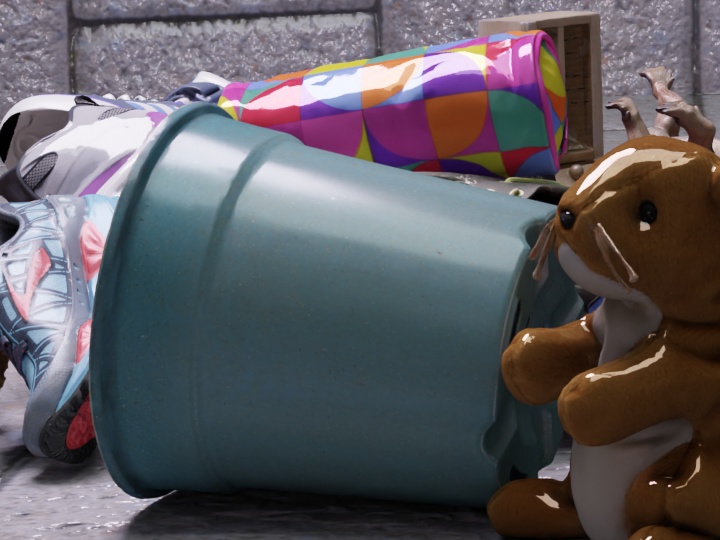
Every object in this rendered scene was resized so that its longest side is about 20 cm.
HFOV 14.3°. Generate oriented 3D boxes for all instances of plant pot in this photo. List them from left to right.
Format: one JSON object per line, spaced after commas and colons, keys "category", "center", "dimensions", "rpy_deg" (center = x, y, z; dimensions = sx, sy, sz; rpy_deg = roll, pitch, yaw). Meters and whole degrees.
{"category": "plant pot", "center": [-0.003, 0.028, 1.407], "dimensions": [0.196, 0.201, 0.200], "rpy_deg": [8, 11, 19]}

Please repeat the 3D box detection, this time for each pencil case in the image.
{"category": "pencil case", "center": [0.016, -0.077, 1.581], "dimensions": [0.200, 0.089, 0.088], "rpy_deg": [-9, 6, 15]}

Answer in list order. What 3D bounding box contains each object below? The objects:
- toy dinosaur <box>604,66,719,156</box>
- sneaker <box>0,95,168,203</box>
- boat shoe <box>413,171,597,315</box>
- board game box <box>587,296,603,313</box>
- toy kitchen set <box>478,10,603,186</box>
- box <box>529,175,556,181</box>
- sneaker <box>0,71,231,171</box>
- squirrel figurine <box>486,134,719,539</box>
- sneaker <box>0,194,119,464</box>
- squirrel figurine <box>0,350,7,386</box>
{"category": "toy dinosaur", "center": [0.198, -0.042, 1.698], "dimensions": [0.086, 0.136, 0.200], "rpy_deg": [-21, 19, -36]}
{"category": "sneaker", "center": [-0.177, -0.015, 1.721], "dimensions": [0.140, 0.200, 0.078], "rpy_deg": [16, -28, 13]}
{"category": "boat shoe", "center": [0.085, -0.018, 1.526], "dimensions": [0.201, 0.072, 0.060], "rpy_deg": [13, -28, -19]}
{"category": "board game box", "center": [0.233, -0.007, 1.487], "dimensions": [0.200, 0.035, 0.135], "rpy_deg": [-8, -22, -32]}
{"category": "toy kitchen set", "center": [0.143, -0.066, 1.835], "dimensions": [0.163, 0.181, 0.200], "rpy_deg": [-10, 12, -41]}
{"category": "box", "center": [0.000, 0.000, 1.679], "dimensions": [0.200, 0.104, 0.182], "rpy_deg": [-8, 14, 25]}
{"category": "sneaker", "center": [-0.136, -0.084, 1.856], "dimensions": [0.200, 0.081, 0.147], "rpy_deg": [16, 25, -13]}
{"category": "squirrel figurine", "center": [0.161, 0.030, 1.290], "dimensions": [0.200, 0.187, 0.142], "rpy_deg": [-5, 8, -19]}
{"category": "sneaker", "center": [-0.180, 0.032, 1.585], "dimensions": [0.095, 0.079, 0.200], "rpy_deg": [7, 36, -4]}
{"category": "squirrel figurine", "center": [-0.309, 0.036, 1.671], "dimensions": [0.200, 0.142, 0.187], "rpy_deg": [9, -10, -33]}
